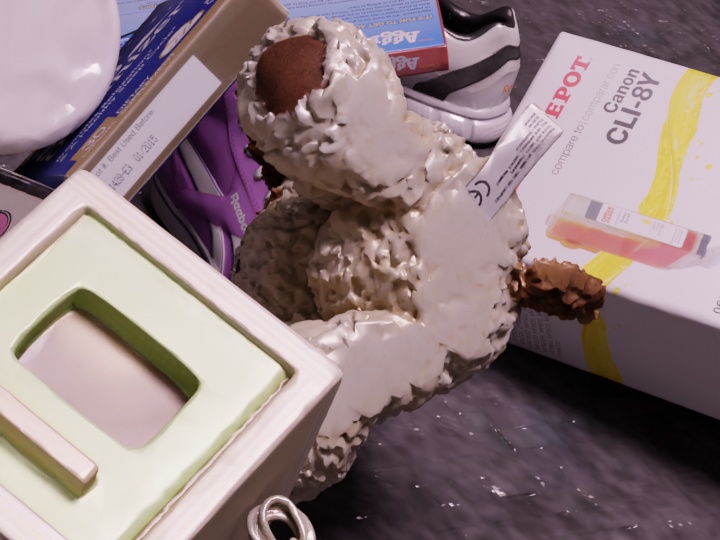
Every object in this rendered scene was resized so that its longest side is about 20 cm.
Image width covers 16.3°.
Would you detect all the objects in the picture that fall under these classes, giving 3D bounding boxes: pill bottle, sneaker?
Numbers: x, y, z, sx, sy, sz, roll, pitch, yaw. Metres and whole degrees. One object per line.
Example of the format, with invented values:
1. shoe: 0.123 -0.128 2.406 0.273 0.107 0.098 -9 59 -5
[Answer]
1. pill bottle: -0.197 -0.106 1.185 0.111 0.113 0.200 0 -1 -27
2. sneaker: 0.001 -0.143 1.458 0.198 0.080 0.074 16 31 0
3. sneaker: -0.037 -0.037 1.227 0.072 0.115 0.200 -7 39 -39

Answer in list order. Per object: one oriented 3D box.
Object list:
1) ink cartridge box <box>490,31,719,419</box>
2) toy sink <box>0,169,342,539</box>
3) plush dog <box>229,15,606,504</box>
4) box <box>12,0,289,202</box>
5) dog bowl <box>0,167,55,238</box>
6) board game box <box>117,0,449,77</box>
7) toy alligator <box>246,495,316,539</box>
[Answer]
1. ink cartridge box: 0.160 -0.018 1.245 0.199 0.084 0.146 19 60 23
2. toy sink: -0.121 0.082 0.904 0.130 0.112 0.200 38 53 10
3. plush dog: 0.000 0.000 1.098 0.159 0.202 0.171 5 -3 -25
4. box: -0.107 -0.076 1.172 0.032 0.121 0.200 42 -11 -13
5. dog bowl: -0.226 -0.025 1.069 0.199 0.074 0.200 17 -3 1
6. board game box: -0.055 -0.131 1.386 0.198 0.020 0.103 -7 38 0
7. toy alligator: -0.006 0.181 0.901 0.059 0.054 0.201 -9 62 -25
